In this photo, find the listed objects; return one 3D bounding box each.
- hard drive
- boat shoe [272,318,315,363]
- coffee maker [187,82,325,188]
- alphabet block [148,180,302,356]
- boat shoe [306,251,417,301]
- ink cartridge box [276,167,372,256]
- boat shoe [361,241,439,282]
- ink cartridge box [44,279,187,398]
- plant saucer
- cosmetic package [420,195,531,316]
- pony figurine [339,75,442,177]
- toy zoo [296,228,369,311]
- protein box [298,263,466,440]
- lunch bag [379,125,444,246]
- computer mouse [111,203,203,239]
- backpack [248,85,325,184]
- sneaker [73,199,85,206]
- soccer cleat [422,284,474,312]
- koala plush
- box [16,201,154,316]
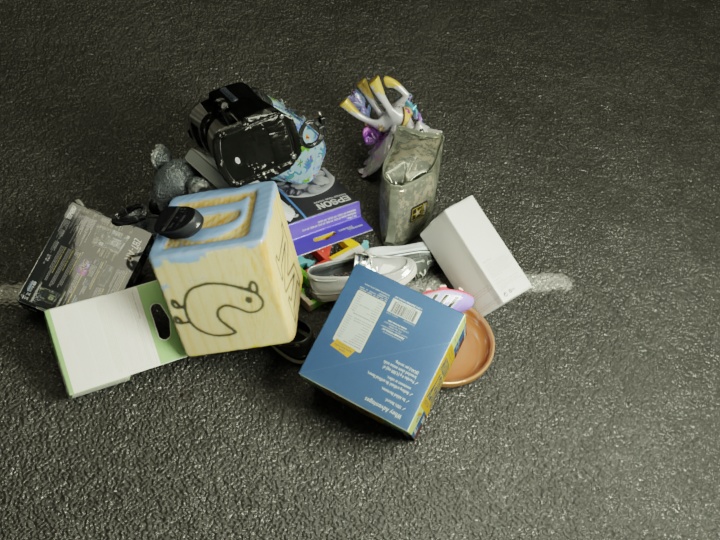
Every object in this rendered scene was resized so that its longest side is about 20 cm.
[{"bbox_3d":[-0.218,-0.154,1.518,0.132,0.026,0.200,40,9,27],"label":"hard drive"},{"bbox_3d":[-0.166,0.093,1.435,0.200,0.063,0.074,22,50,21],"label":"boat shoe"},{"bbox_3d":[-0.186,-0.239,1.430,0.191,0.136,0.200,-2,26,-24],"label":"coffee maker"},{"bbox_3d":[-0.213,-0.004,1.359,0.194,0.201,0.197,-8,34,9],"label":"alphabet block"},{"bbox_3d":[0.000,0.000,1.480,0.198,0.069,0.072,-7,44,10],"label":"boat shoe"},{"bbox_3d":[-0.107,-0.118,1.643,0.197,0.044,0.200,-21,46,-26],"label":"ink cartridge box"},{"bbox_3d":[0.095,-0.009,1.577,0.198,0.072,0.072,-7,72,-20],"label":"boat shoe"},{"bbox_3d":[-0.401,0.109,1.358,0.199,0.048,0.147,-16,79,-24],"label":"ink cartridge box"},{"bbox_3d":[0.138,0.129,1.467,0.198,0.038,0.201,5,46,-5],"label":"plant saucer"},{"bbox_3d":[0.209,-0.022,1.521,0.081,0.113,0.201,-26,82,-30],"label":"cosmetic package"},{"bbox_3d":[0.055,-0.310,1.746,0.200,0.192,0.167,42,50,-21],"label":"pony figurine"},{"bbox_3d":[-0.061,-0.010,1.579,0.199,0.021,0.131,-30,57,-31],"label":"toy zoo"},{"bbox_3d":[0.041,0.133,1.326,0.197,0.135,0.201,25,78,15],"label":"protein box"},{"bbox_3d":[0.094,-0.162,1.645,0.117,0.165,0.201,13,47,8],"label":"lunch bag"},{"bbox_3d":[-0.319,-0.074,1.299,0.199,0.034,0.059,8,56,37],"label":"computer mouse"},{"bbox_3d":[-0.164,-0.248,1.632,0.153,0.200,0.164,20,87,24],"label":"backpack"},{"bbox_3d":[-0.527,-0.055,1.519,0.079,0.078,0.201,-13,50,-8],"label":"sneaker"},{"bbox_3d":[0.103,0.072,1.452,0.198,0.067,0.077,0,62,-7],"label":"soccer cleat"},{"bbox_3d":[-0.334,-0.127,1.524,0.177,0.201,0.183,38,53,26],"label":"koala plush"},{"bbox_3d":[-0.473,-0.001,1.431,0.159,0.044,0.201,21,69,1],"label":"box"}]
